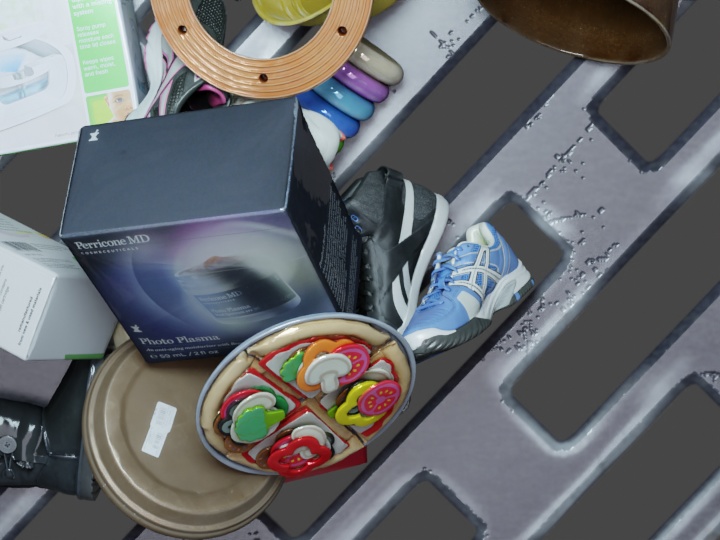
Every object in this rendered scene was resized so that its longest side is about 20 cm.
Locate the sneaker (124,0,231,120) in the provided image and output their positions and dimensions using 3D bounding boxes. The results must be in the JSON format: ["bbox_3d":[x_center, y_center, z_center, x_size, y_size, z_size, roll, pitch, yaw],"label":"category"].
[{"bbox_3d":[-0.147,-0.166,1.546,0.086,0.080,0.202,-9,59,38],"label":"sneaker"}]

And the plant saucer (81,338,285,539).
[{"bbox_3d":[-0.152,0.141,1.546,0.198,0.029,0.202,8,65,-18],"label":"plant saucer"}]

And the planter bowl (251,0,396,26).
[{"bbox_3d":[-0.004,-0.292,1.565,0.083,0.200,0.201,32,95,-38],"label":"planter bowl"}]

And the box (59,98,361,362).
[{"bbox_3d":[-0.122,-0.028,1.458,0.197,0.199,0.124,-6,53,15],"label":"box"}]

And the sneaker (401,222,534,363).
[{"bbox_3d":[0.084,0.023,1.566,0.075,0.200,0.078,-24,99,36],"label":"sneaker"}]

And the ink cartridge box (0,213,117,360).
[{"bbox_3d":[-0.331,0.004,1.550,0.198,0.145,0.085,25,96,19],"label":"ink cartridge box"}]

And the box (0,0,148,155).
[{"bbox_3d":[-0.305,-0.201,1.589,0.197,0.097,0.179,-9,96,1],"label":"box"}]

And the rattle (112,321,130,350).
[{"bbox_3d":[-0.205,0.099,1.642,0.129,0.143,0.201,-29,78,-30],"label":"rattle"}]

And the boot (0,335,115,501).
[{"bbox_3d":[-0.340,0.127,1.633,0.197,0.066,0.167,8,93,4],"label":"boot"}]

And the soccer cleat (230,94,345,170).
[{"bbox_3d":[-0.097,-0.138,1.554,0.077,0.199,0.070,18,93,-45],"label":"soccer cleat"}]

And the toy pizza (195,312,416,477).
[{"bbox_3d":[-0.043,0.115,1.474,0.198,0.032,0.202,-12,137,-12],"label":"toy pizza"}]

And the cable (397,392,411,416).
[{"bbox_3d":[-0.019,0.054,1.622,0.096,0.050,0.202,-24,91,-19],"label":"cable"}]

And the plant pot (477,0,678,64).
[{"bbox_3d":[0.220,-0.318,1.551,0.185,0.187,0.202,19,79,-1],"label":"plant pot"}]

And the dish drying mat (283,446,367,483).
[{"bbox_3d":[-0.090,0.185,1.619,0.198,0.077,0.018,-13,61,-7],"label":"dish drying mat"}]

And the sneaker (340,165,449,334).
[{"bbox_3d":[0.000,0.000,1.584,0.111,0.073,0.202,27,69,-20],"label":"sneaker"}]

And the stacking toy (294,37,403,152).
[{"bbox_3d":[-0.044,-0.127,1.607,0.085,0.085,0.201,33,100,-2],"label":"stacking toy"}]

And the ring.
[{"bbox_3d":[-0.085,-0.248,1.469,0.198,0.019,0.203,2,107,8],"label":"ring"}]
